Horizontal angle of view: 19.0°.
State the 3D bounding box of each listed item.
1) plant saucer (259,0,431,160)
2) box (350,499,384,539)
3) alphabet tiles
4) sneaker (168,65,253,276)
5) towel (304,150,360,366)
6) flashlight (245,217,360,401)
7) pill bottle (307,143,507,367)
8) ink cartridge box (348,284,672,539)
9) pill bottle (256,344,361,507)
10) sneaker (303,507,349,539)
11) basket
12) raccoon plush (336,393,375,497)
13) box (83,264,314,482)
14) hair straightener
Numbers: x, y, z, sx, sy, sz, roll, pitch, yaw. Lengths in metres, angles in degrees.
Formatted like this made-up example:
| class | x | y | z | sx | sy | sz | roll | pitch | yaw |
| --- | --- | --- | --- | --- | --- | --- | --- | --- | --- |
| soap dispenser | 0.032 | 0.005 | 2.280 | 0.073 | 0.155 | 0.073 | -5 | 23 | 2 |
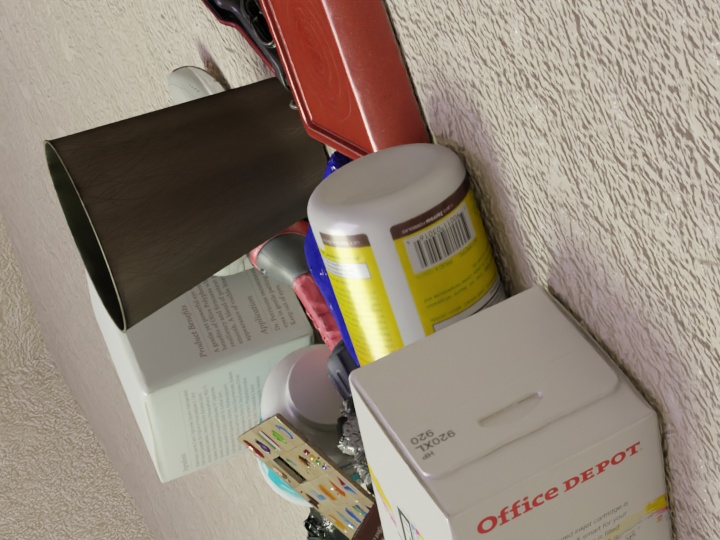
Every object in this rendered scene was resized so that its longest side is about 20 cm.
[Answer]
| class | x | y | z | sx | sy | sz | roll | pitch | yaw |
| --- | --- | --- | --- | --- | --- | --- | --- | --- | --- |
| plant saucer | -0.022 | -0.159 | 1.514 | 0.200 | 0.037 | 0.201 | 33 | 145 | 64 |
| box | 0.015 | 0.245 | 1.698 | 0.075 | 0.100 | 0.200 | 31 | 159 | 2 |
| alphabet tiles | -0.014 | 0.197 | 1.825 | 0.200 | 0.008 | 0.167 | 41 | 162 | -4 |
| sneaker | -0.138 | -0.089 | 1.944 | 0.201 | 0.092 | 0.076 | 63 | 165 | 9 |
| towel | 0.000 | 0.000 | 1.676 | 0.148 | 0.049 | 0.200 | 61 | 166 | 12 |
| flashlight | -0.037 | 0.027 | 1.818 | 0.201 | 0.067 | 0.068 | 59 | 176 | 30 |
| pill bottle | 0.043 | 0.025 | 1.434 | 0.109 | 0.109 | 0.201 | 36 | 148 | 63 |
| ink cartridge box | 0.099 | 0.144 | 1.357 | 0.145 | 0.147 | 0.201 | 51 | 160 | 45 |
| pill bottle | -0.036 | 0.134 | 1.912 | 0.111 | 0.110 | 0.200 | 60 | 165 | 17 |
| sneaker | -0.039 | 0.294 | 2.204 | 0.076 | 0.114 | 0.200 | 35 | 145 | 60 |
| basket | -0.134 | -0.066 | 1.742 | 0.136 | 0.199 | 0.181 | 50 | 159 | 48 |
| raccoon plush | 0.052 | 0.170 | 1.709 | 0.200 | 0.096 | 0.134 | 55 | 171 | 33 |
| box | -0.152 | 0.055 | 2.043 | 0.200 | 0.170 | 0.200 | 90 | 158 | -59 |
| hair straightener | -0.092 | -0.205 | 1.678 | 0.201 | 0.041 | 0.077 | 58 | 165 | 28 |
